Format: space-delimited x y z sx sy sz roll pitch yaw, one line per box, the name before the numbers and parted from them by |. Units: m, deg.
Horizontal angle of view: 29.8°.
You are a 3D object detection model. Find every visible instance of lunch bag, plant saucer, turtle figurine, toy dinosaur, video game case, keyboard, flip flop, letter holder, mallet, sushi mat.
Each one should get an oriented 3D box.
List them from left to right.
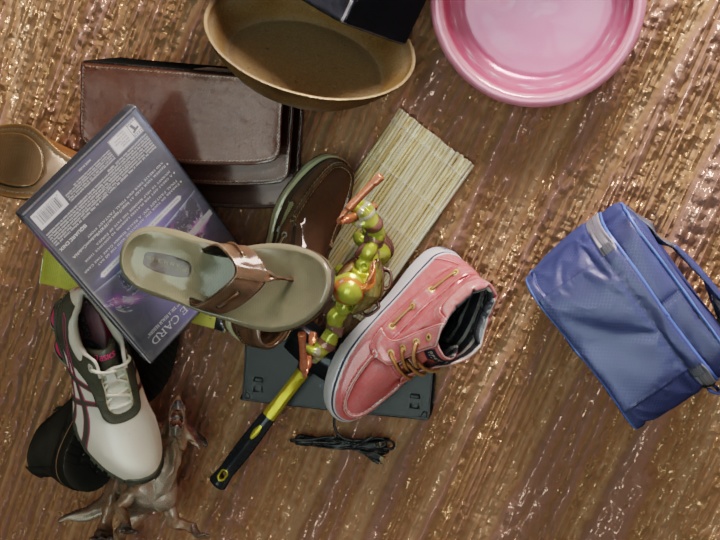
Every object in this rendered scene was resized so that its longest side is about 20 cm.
video game case | -0.203 -0.031 1.243 0.143 0.019 0.200 -47 127 -18
toy dinosaur | -0.224 0.213 1.391 0.199 0.086 0.136 -22 58 36
letter holder | -0.164 -0.128 1.321 0.199 0.101 0.143 6 102 9
flip flop | -0.122 0.003 1.191 0.199 0.058 0.082 14 89 9
mallet | -0.095 0.134 1.362 0.066 0.041 0.200 46 103 5
plant saucer | -0.049 -0.202 1.254 0.199 0.200 0.036 22 129 6
keyboard | -0.024 0.128 1.375 0.199 0.021 0.128 6 93 11
turtle figurine | 0.000 0.000 1.263 0.064 0.161 0.201 19 102 2
sushi mat | 0.020 -0.053 1.342 0.096 0.012 0.200 36 103 3
plant saucer | 0.166 -0.255 1.264 0.199 0.051 0.202 2 100 11
lunch bag | 0.262 0.040 1.247 0.132 0.136 0.200 -38 91 14

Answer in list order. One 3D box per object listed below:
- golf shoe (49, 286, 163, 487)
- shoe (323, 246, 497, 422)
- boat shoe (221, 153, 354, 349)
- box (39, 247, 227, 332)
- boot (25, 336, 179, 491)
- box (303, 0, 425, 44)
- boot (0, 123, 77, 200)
golf shoe | -0.243 0.110 1.285 0.077 0.088 0.201 -22 84 -21
shoe | 0.047 0.075 1.295 0.071 0.091 0.200 36 92 -36
boat shoe | -0.055 -0.013 1.298 0.075 0.075 0.203 25 93 -36
box | -0.216 0.010 1.365 0.199 0.075 0.050 15 101 7
boot | -0.277 0.128 1.398 0.077 0.138 0.200 41 65 -25
box | -0.016 -0.340 1.217 0.200 0.117 0.197 34 105 28
boot | -0.279 -0.073 1.331 0.199 0.155 0.074 13 75 18
